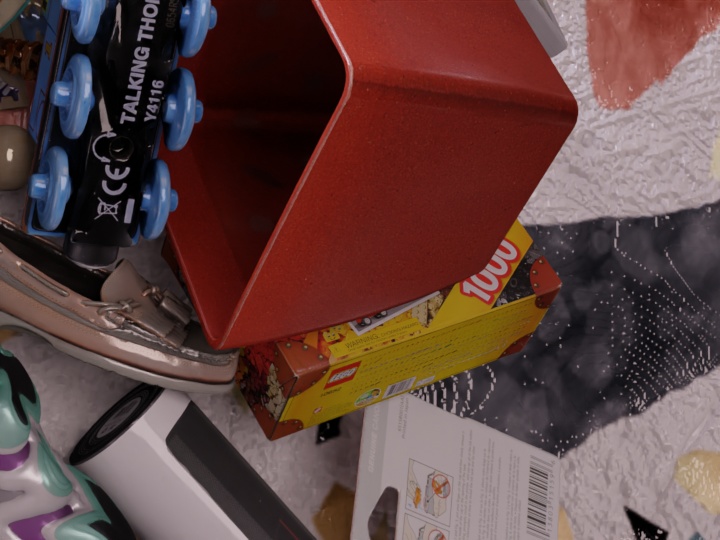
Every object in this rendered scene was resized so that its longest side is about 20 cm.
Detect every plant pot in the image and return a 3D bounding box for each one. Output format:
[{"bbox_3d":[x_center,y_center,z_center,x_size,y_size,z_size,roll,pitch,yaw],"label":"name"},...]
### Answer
[{"bbox_3d":[0.000,-0.090,0.909,0.176,0.200,0.200,3,45,-31],"label":"plant pot"}]

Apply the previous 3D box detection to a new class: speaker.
[{"bbox_3d":[-0.081,0.161,0.971,0.200,0.081,0.081,50,63,-13],"label":"speaker"}]

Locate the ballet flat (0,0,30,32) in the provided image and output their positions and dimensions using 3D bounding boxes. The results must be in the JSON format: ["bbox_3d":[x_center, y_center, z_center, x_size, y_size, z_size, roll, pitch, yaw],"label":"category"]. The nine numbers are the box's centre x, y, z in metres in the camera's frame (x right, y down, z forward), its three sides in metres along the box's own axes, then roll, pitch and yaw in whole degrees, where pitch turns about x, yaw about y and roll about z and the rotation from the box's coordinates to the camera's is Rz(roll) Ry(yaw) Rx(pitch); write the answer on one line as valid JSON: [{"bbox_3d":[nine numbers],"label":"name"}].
[{"bbox_3d":[-0.187,-0.217,0.909,0.069,0.069,0.200,38,87,-19],"label":"ballet flat"}]

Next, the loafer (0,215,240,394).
[{"bbox_3d":[-0.160,0.014,0.927,0.200,0.072,0.063,19,102,-7],"label":"loafer"}]

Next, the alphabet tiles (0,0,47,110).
[{"bbox_3d":[-0.268,-0.189,0.965,0.166,0.006,0.200,-11,87,-30],"label":"alphabet tiles"}]

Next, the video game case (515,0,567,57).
[{"bbox_3d":[0.064,-0.253,1.047,0.200,0.023,0.182,38,28,-56],"label":"video game case"}]

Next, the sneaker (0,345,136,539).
[{"bbox_3d":[-0.229,0.124,0.883,0.140,0.078,0.200,-31,99,3],"label":"sneaker"}]

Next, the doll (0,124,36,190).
[{"bbox_3d":[-0.276,-0.081,0.913,0.200,0.048,0.137,12,99,-29],"label":"doll"}]

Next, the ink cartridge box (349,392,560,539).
[{"bbox_3d":[0.051,0.188,1.022,0.173,0.044,0.200,25,55,-29],"label":"ink cartridge box"}]

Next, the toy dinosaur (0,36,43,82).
[{"bbox_3d":[-0.140,-0.154,0.987,0.200,0.102,0.136,-21,109,-50],"label":"toy dinosaur"}]

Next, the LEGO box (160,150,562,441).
[{"bbox_3d":[0.000,0.000,1.010,0.200,0.077,0.149,-18,62,-30],"label":"LEGO box"}]

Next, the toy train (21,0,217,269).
[{"bbox_3d":[-0.138,-0.104,0.894,0.087,0.114,0.200,5,112,-24],"label":"toy train"}]
